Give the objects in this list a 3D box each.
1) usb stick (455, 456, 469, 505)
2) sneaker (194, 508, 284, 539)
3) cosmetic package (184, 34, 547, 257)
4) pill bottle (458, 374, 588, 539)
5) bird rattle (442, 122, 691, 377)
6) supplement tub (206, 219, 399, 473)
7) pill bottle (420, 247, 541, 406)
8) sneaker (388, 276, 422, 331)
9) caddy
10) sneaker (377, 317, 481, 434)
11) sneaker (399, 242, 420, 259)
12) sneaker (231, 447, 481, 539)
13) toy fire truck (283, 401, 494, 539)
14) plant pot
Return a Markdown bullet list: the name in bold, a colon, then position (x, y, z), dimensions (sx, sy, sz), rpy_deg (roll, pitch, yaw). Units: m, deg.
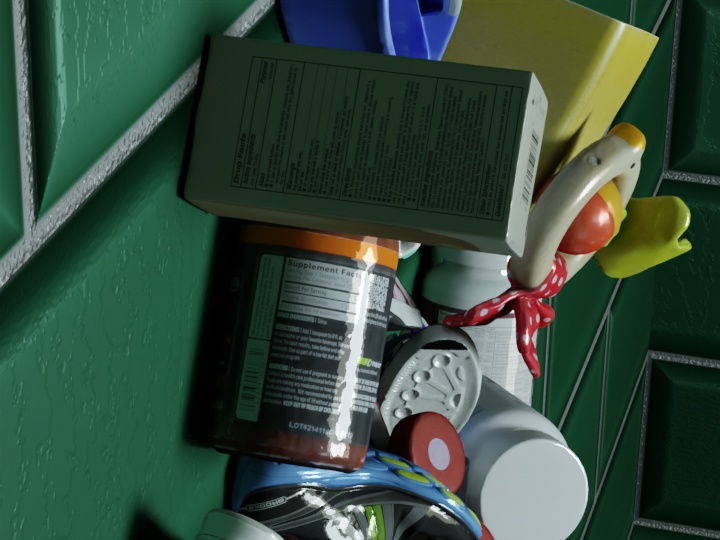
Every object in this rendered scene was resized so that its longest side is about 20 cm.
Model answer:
- **usb stick**: position (0.058, 0.233, 1.767), dimensions (0.055, 0.032, 0.201), rpy_deg (-28, 129, -49)
- **sneaker**: position (-0.096, 0.241, 1.393), dimensions (0.203, 0.076, 0.147), rpy_deg (85, 26, -69)
- **cosmetic package**: position (0.004, -0.074, 1.346), dimensions (0.071, 0.198, 0.106), rpy_deg (37, 63, -75)
- **pill bottle**: position (0.107, 0.159, 1.875), dimensions (0.200, 0.113, 0.114), rpy_deg (-146, -120, -69)
- **bird rattle**: position (0.147, -0.029, 1.666), dimensions (0.199, 0.113, 0.164), rpy_deg (-31, 150, -27)
- **supplement tub**: position (-0.033, 0.024, 1.446), dimensions (0.107, 0.106, 0.202), rpy_deg (30, 69, -75)
- **pill bottle**: position (0.105, 0.055, 2.016), dimensions (0.110, 0.109, 0.202), rpy_deg (-36, 133, -71)
- **sneaker**: position (0.000, 0.000, 1.639), dimensions (0.200, 0.080, 0.087), rpy_deg (37, 52, -81)
- **caddy**: position (0.017, -0.195, 1.523), dimensions (0.200, 0.104, 0.142), rpy_deg (72, 28, -60)
- **sneaker**: position (0.043, 0.073, 1.787), dimensions (0.201, 0.080, 0.147), rpy_deg (100, -11, -46)
- **sneaker**: position (0.018, -0.051, 1.557), dimensions (0.200, 0.075, 0.089), rpy_deg (176, -103, -81)
- **sneaker**: position (-0.006, 0.169, 1.568), dimensions (0.071, 0.198, 0.083), rpy_deg (35, -70, 56)
- **toy fire truck**: position (0.001, 0.197, 1.647), dimensions (0.168, 0.112, 0.201), rpy_deg (-25, 96, -52)
- **plant pot**: position (0.094, -0.136, 1.721), dimensions (0.200, 0.199, 0.178), rpy_deg (-12, 123, -75)
